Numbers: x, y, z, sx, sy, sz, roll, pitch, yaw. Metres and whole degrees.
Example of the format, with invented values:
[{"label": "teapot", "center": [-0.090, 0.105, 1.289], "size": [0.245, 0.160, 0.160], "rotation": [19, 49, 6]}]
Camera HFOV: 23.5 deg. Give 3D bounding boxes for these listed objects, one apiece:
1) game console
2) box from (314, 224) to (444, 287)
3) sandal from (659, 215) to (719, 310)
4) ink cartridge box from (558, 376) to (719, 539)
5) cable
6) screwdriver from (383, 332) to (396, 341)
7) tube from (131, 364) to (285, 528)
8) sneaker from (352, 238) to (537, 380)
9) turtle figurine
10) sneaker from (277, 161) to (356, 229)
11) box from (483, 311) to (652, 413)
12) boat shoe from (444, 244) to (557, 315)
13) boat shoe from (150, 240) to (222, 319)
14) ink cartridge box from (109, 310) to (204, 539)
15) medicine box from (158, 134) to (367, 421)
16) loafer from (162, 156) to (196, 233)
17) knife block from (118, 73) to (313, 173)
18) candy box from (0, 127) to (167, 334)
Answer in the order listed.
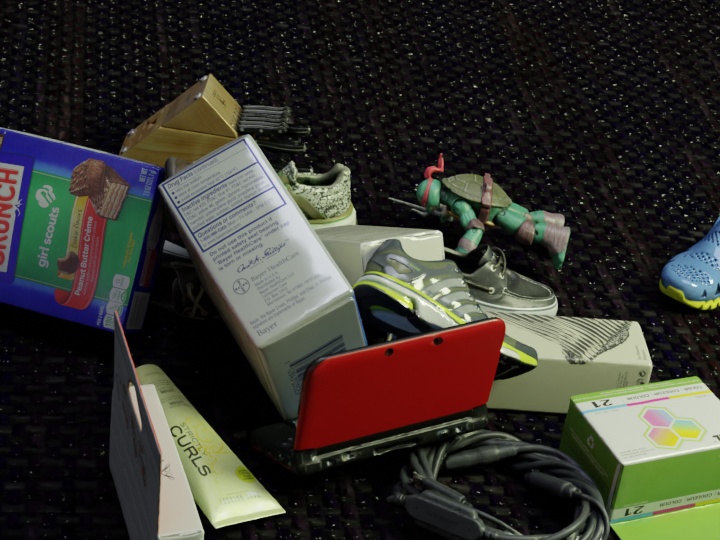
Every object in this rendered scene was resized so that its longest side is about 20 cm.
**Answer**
[{"label": "game console", "center": [0.012, 0.102, 1.560], "size": [0.198, 0.120, 0.172], "rotation": [-11, 13, -25]}, {"label": "box", "center": [0.000, 0.000, 1.728], "size": [0.094, 0.079, 0.200], "rotation": [-9, 7, -24]}, {"label": "sandal", "center": [0.401, -0.024, 1.930], "size": [0.079, 0.088, 0.200], "rotation": [28, 39, 26]}, {"label": "ink cartridge box", "center": [0.293, 0.192, 1.573], "size": [0.146, 0.076, 0.200], "rotation": [-7, 34, -22]}, {"label": "cable", "center": [0.132, 0.204, 1.554], "size": [0.198, 0.051, 0.163], "rotation": [17, 28, 21]}, {"label": "screwdriver", "center": [0.027, 0.077, 1.736], "size": [0.028, 0.029, 0.201], "rotation": [-3, 30, 10]}, {"label": "tube", "center": [-0.149, 0.161, 1.553], "size": [0.058, 0.052, 0.200], "rotation": [-38, 51, -9]}, {"label": "sneaker", "center": [0.087, 0.036, 1.616], "size": [0.199, 0.074, 0.081], "rotation": [30, 59, -18]}, {"label": "turtle figurine", "center": [0.129, -0.057, 1.916], "size": [0.198, 0.101, 0.150], "rotation": [14, 32, -2]}, {"label": "sneaker", "center": [-0.095, -0.082, 1.890], "size": [0.198, 0.089, 0.077], "rotation": [-8, 35, -23]}, {"label": "box", "center": [0.182, 0.092, 1.713], "size": [0.198, 0.069, 0.082], "rotation": [4, 32, -8]}, {"label": "boat shoe", "center": [0.120, 0.002, 1.824], "size": [0.198, 0.067, 0.070], "rotation": [15, 27, -6]}, {"label": "boat shoe", "center": [-0.165, 0.022, 1.752], "size": [0.198, 0.071, 0.064], "rotation": [14, 31, 25]}, {"label": "ink cartridge box", "center": [-0.170, 0.157, 1.433], "size": [0.043, 0.175, 0.200], "rotation": [-4, 34, -18]}, {"label": "medicine box", "center": [-0.085, 0.010, 1.605], "size": [0.102, 0.183, 0.201], "rotation": [-29, 64, -8]}, {"label": "loafer", "center": [-0.145, -0.068, 1.721], "size": [0.070, 0.074, 0.200], "rotation": [0, -8, 12]}, {"label": "knife block", "center": [-0.159, -0.128, 2.006], "size": [0.199, 0.176, 0.064], "rotation": [-32, 22, 22]}, {"label": "candy box", "center": [-0.299, -0.041, 1.717], "size": [0.198, 0.171, 0.077], "rotation": [14, 0, 12]}]
